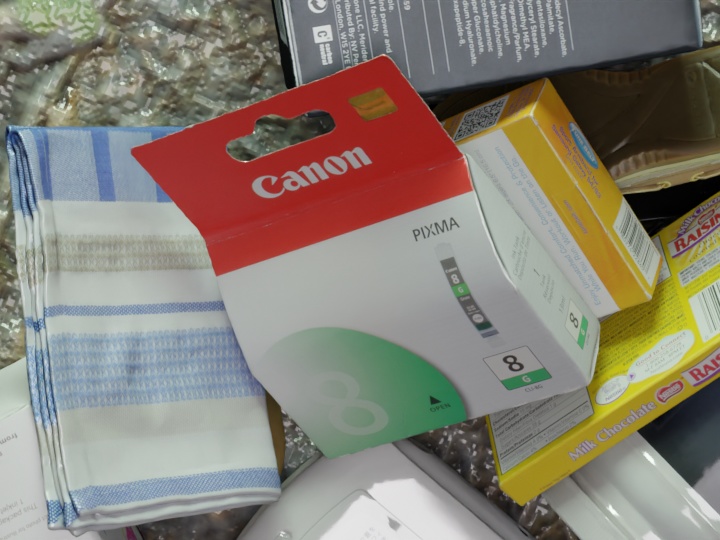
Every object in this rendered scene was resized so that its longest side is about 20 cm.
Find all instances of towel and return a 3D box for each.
[{"bbox_3d":[-0.105,0.025,1.206,0.146,0.024,0.202,-2,81,-44],"label":"towel"}]

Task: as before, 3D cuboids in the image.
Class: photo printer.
[{"bbox_3d":[0.022,0.191,1.307,0.200,0.069,0.167,39,94,-8],"label":"photo printer"}]

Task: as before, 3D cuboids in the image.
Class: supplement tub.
[{"bbox_3d":[0.202,0.083,1.270,0.140,0.140,0.200,44,93,-9],"label":"supplement tub"}]

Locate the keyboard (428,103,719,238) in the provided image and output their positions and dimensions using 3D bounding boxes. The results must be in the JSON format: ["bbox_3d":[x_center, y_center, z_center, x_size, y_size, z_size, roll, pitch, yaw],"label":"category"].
[{"bbox_3d":[0.102,-0.042,1.306,0.198,0.040,0.105,-6,76,-3],"label":"keyboard"}]

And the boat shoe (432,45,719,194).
[{"bbox_3d":[0.132,-0.068,1.259,0.198,0.066,0.075,-5,74,18],"label":"boat shoe"}]

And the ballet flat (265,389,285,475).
[{"bbox_3d":[-0.092,0.033,1.279,0.068,0.063,0.201,-21,100,-1],"label":"ballet flat"}]

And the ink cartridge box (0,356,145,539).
[{"bbox_3d":[-0.154,0.155,1.250,0.085,0.148,0.201,-28,100,0],"label":"ink cartridge box"}]

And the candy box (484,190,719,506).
[{"bbox_3d":[0.146,0.029,1.237,0.199,0.103,0.026,-35,121,19],"label":"candy box"}]

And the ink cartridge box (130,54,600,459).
[{"bbox_3d":[0.000,0.000,1.191,0.160,0.050,0.200,-18,131,31],"label":"ink cartridge box"}]

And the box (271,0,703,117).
[{"bbox_3d":[0.054,-0.150,1.221,0.198,0.148,0.108,-10,99,-2],"label":"box"}]

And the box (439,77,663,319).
[{"bbox_3d":[0.040,-0.010,1.246,0.199,0.042,0.119,-19,117,34],"label":"box"}]
